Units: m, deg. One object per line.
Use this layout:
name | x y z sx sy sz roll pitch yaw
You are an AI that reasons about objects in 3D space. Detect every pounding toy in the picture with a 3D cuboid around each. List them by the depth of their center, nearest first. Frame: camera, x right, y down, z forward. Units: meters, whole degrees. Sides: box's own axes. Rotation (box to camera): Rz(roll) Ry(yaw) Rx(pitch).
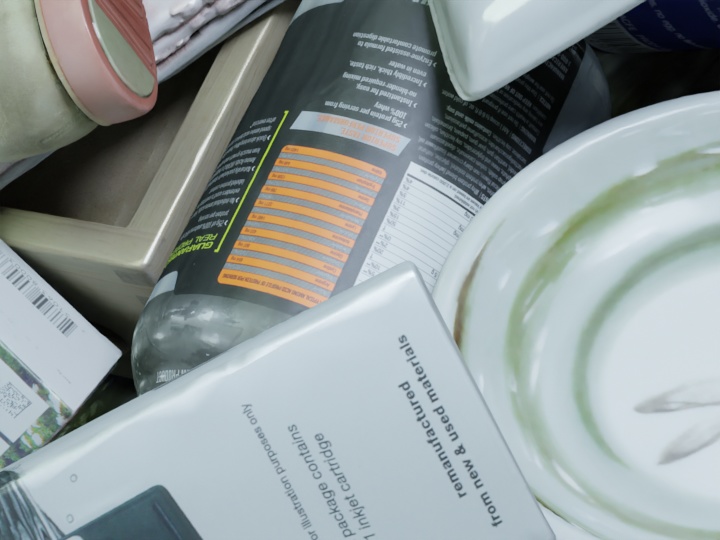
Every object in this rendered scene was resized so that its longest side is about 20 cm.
pounding toy | -0.096 -0.053 0.891 0.200 0.142 0.184 10 62 32

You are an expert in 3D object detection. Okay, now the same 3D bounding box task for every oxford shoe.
oxford shoe | -0.128 -0.124 0.777 0.074 0.071 0.200 -26 50 14

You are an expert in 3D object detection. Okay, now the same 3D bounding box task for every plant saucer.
plant saucer | 0.120 0.028 0.654 0.200 0.050 0.200 -7 46 7

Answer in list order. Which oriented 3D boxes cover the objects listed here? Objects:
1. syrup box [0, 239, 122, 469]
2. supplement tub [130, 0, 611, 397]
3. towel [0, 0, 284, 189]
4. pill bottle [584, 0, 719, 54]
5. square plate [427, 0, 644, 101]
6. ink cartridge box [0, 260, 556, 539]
syrup box | -0.185 0.080 0.767 0.200 0.079 0.081 -45 5 13
supplement tub | 0.000 0.000 0.749 0.122 0.123 0.200 2 57 41
towel | -0.123 -0.125 0.840 0.200 0.032 0.191 -34 50 2
pill bottle | 0.149 -0.134 0.749 0.200 0.116 0.116 3 57 41
square plate | 0.091 -0.170 0.716 0.200 0.028 0.198 -31 41 14
ink cartridge box | -0.065 0.084 0.582 0.200 0.083 0.147 -27 -1 -10
